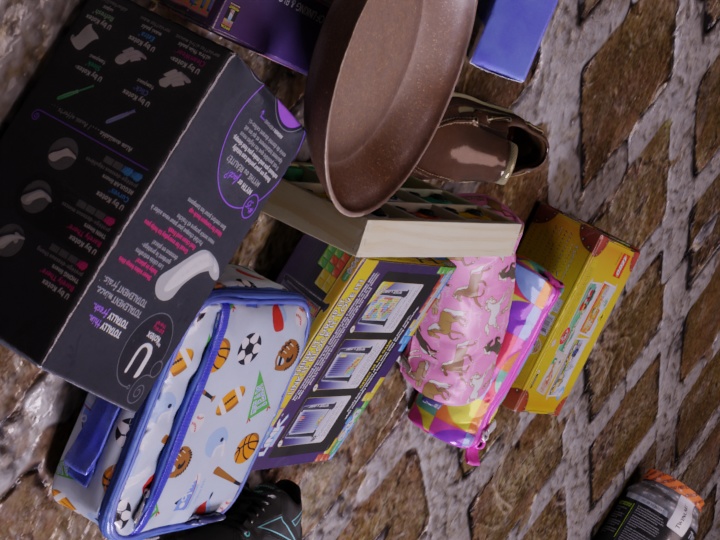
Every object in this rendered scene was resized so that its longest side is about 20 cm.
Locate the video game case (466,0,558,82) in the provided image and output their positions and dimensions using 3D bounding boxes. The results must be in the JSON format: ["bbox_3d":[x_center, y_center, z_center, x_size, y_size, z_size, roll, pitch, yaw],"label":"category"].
[{"bbox_3d":[0.123,-0.254,1.137,0.181,0.045,0.201,-97,-153,-67],"label":"video game case"}]

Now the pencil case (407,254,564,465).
[{"bbox_3d":[0.124,0.081,1.544,0.088,0.088,0.201,18,98,-64],"label":"pencil case"}]

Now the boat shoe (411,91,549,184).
[{"bbox_3d":[0.097,-0.105,1.320,0.202,0.075,0.075,-16,129,-56],"label":"boat shoe"}]

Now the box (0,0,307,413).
[{"bbox_3d":[-0.139,-0.038,0.918,0.200,0.106,0.122,-59,155,-6],"label":"box"}]

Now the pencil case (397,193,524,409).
[{"bbox_3d":[0.088,0.026,1.427,0.086,0.083,0.201,-26,138,-38],"label":"pencil case"}]

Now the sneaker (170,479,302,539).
[{"bbox_3d":[-0.102,0.211,1.299,0.200,0.075,0.080,12,92,-70],"label":"sneaker"}]

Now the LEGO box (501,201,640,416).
[{"bbox_3d":[0.195,0.044,1.646,0.201,0.077,0.149,-64,155,5],"label":"LEGO box"}]

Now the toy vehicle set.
[{"bbox_3d":[0.013,-0.044,1.147,0.200,0.124,0.027,-1,112,-54],"label":"toy vehicle set"}]

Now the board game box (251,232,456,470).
[{"bbox_3d":[-0.029,0.059,1.247,0.200,0.057,0.165,-57,154,13],"label":"board game box"}]

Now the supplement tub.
[{"bbox_3d":[0.416,0.402,2.360,0.200,0.122,0.123,-56,154,-10],"label":"supplement tub"}]

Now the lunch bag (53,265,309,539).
[{"bbox_3d":[-0.125,0.093,1.101,0.160,0.075,0.201,2,112,-60],"label":"lunch bag"}]

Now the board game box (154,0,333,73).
[{"bbox_3d":[-0.026,-0.210,0.996,0.200,0.057,0.166,12,104,-63],"label":"board game box"}]

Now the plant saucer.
[{"bbox_3d":[0.015,-0.133,1.009,0.201,0.037,0.201,-53,156,-35],"label":"plant saucer"}]
